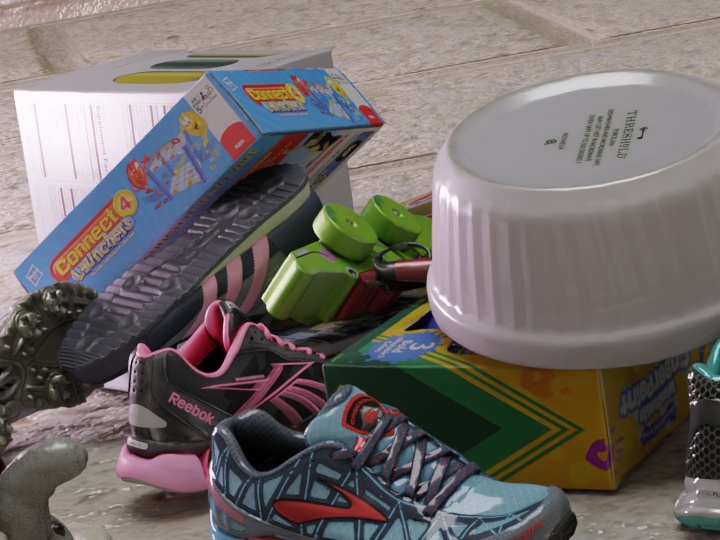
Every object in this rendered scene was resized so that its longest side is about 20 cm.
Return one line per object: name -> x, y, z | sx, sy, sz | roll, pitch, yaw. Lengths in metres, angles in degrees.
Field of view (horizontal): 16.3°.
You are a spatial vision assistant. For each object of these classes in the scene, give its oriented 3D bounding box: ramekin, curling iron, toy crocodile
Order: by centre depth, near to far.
ramekin -> 0.128, -0.035, 1.344 | 0.202, 0.094, 0.202 | -10, 25, 4
curling iron -> 0.099, -0.006, 1.440 | 0.200, 0.026, 0.050 | -4, 16, 18
toy crocodile -> 0.000, 0.000, 1.528 | 0.062, 0.068, 0.200 | 39, 19, 14

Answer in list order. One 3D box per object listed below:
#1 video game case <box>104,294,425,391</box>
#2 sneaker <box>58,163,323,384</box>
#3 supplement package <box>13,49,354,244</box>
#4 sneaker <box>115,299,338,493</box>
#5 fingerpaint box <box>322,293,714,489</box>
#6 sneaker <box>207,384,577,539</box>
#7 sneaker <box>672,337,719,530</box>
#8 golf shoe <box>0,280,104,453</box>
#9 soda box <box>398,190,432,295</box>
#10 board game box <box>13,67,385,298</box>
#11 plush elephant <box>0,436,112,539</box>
video game case -> -0.057, 0.047, 1.598 | 0.182, 0.023, 0.200 | -17, 10, -29
sneaker -> -0.094, 0.021, 1.556 | 0.200, 0.082, 0.070 | -38, 34, -21
supplement package -> -0.132, -0.081, 1.913 | 0.200, 0.151, 0.152 | 5, 19, 41
sneaker -> -0.056, 0.060, 1.426 | 0.079, 0.096, 0.200 | 2, 11, 43
fingerpaint box -> 0.100, 0.053, 1.412 | 0.167, 0.074, 0.200 | 0, 17, 29
sneaker -> 0.006, 0.105, 1.217 | 0.200, 0.096, 0.079 | -1, 16, 27
sneaker -> 0.218, 0.060, 1.279 | 0.077, 0.091, 0.200 | 0, 17, 28
golf shoe -> -0.231, 0.067, 1.538 | 0.097, 0.078, 0.200 | -14, 14, 36
soda box -> 0.093, -0.034, 1.669 | 0.200, 0.064, 0.068 | -20, 6, 33
board game box -> -0.104, -0.049, 1.673 | 0.200, 0.056, 0.196 | -44, -13, 20
plush elephant -> -0.197, 0.118, 1.205 | 0.154, 0.200, 0.165 | 14, 29, -2
